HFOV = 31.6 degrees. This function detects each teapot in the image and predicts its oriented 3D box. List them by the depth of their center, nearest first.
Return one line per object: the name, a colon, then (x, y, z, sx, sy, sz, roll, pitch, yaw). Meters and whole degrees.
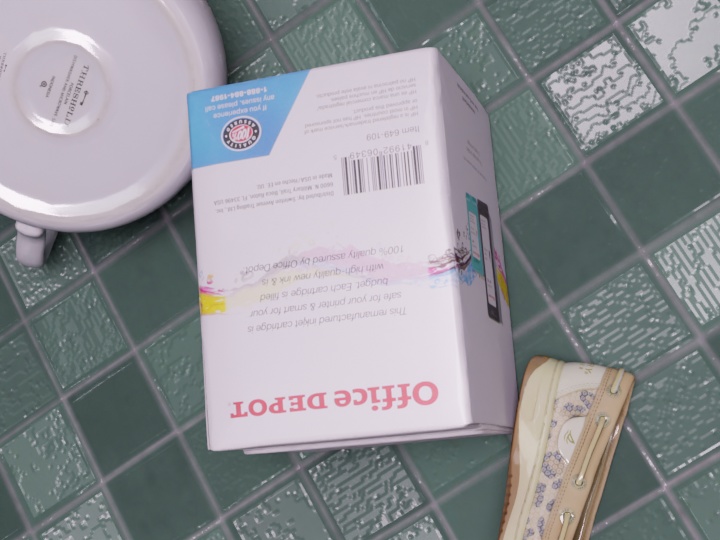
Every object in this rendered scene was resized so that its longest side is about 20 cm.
teapot: (-0.173, -0.122, 0.793, 0.200, 0.146, 0.198, -26, 107, 6)

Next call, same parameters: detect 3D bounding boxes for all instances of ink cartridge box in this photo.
ink cartridge box: (0.000, 0.000, 0.729, 0.146, 0.146, 0.200, -7, 80, 16)

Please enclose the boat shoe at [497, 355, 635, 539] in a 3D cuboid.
boat shoe: (0.112, 0.148, 0.710, 0.063, 0.073, 0.200, 5, 82, 16)
